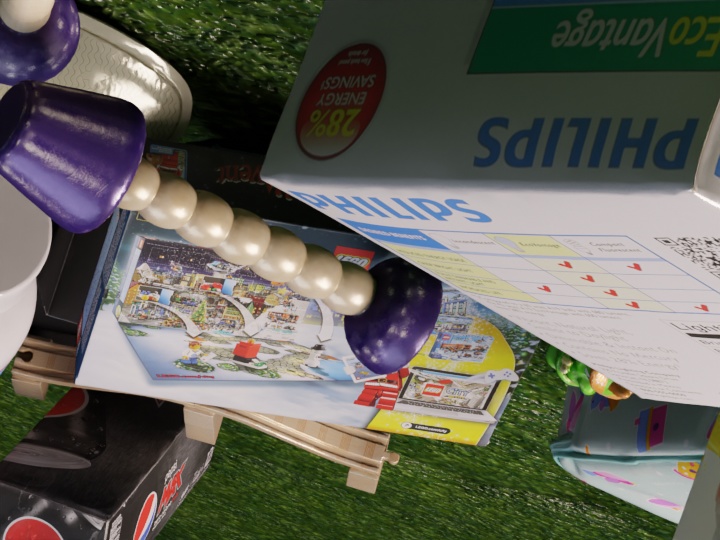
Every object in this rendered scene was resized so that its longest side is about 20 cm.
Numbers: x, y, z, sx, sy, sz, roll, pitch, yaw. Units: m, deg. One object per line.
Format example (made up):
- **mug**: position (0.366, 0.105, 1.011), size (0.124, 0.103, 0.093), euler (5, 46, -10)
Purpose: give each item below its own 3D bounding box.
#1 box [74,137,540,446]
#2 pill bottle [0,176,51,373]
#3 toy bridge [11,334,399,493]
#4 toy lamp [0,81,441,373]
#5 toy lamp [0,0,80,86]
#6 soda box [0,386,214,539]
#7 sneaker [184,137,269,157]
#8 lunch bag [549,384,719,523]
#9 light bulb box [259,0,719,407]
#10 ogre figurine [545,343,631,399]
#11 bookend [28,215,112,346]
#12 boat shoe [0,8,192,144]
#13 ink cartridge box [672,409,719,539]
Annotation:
- **box**: position (-0.018, 0.012, 1.277), size (0.199, 0.038, 0.137), euler (9, 139, -13)
- **pill bottle**: position (-0.210, 0.022, 1.272), size (0.109, 0.109, 0.200), euler (22, 143, -16)
- **toy bridge**: position (-0.077, 0.067, 1.418), size (0.199, 0.027, 0.067), euler (15, 163, 3)
- **toy lamp**: position (-0.061, -0.019, 1.159), size (0.200, 0.058, 0.058), euler (29, 163, -29)
- **toy lamp**: position (-0.123, -0.117, 1.074), size (0.058, 0.058, 0.200), euler (20, 166, -8)
- **soda box**: position (-0.132, 0.104, 1.463), size (0.071, 0.063, 0.200), euler (18, -157, 8)
- **sneaker**: position (0.000, 0.000, 1.337), size (0.200, 0.073, 0.082), euler (27, 163, -34)
- **lunch bag**: position (0.205, 0.089, 1.408), size (0.160, 0.077, 0.200), euler (26, 164, -29)
- **light bulb box**: position (0.115, -0.042, 0.907), size (0.200, 0.125, 0.198), euler (30, 163, -37)
- **ogre figurine**: position (0.092, -0.010, 1.150), size (0.120, 0.098, 0.200), euler (30, 164, 49)
- **bookend**: position (-0.143, -0.020, 1.408), size (0.198, 0.092, 0.200), euler (16, 165, 2)
- **boat shoe**: position (-0.167, -0.101, 1.216), size (0.199, 0.072, 0.068), euler (16, -156, -17)
- **ink cartridge box**: position (0.212, 0.100, 1.182), size (0.083, 0.200, 0.145), euler (32, 162, -30)
